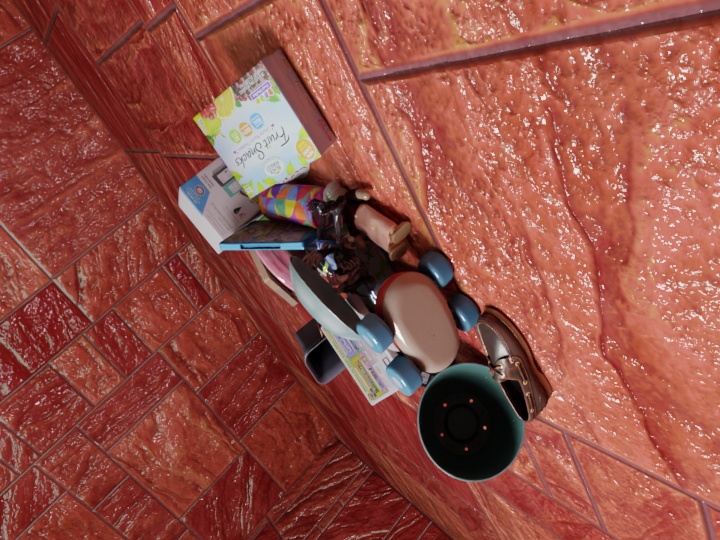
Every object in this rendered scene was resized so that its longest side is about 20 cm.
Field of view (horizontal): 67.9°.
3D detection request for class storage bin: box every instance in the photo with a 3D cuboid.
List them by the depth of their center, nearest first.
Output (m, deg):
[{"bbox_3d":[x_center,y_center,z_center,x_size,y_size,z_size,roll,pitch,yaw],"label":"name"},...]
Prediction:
[{"bbox_3d":[-0.085,0.173,1.441,0.134,0.198,0.148,36,160,52],"label":"storage bin"}]

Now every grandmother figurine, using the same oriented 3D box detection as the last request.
[{"bbox_3d":[0.003,-0.095,0.948,0.199,0.059,0.124,40,132,32],"label":"grandmother figurine"}]

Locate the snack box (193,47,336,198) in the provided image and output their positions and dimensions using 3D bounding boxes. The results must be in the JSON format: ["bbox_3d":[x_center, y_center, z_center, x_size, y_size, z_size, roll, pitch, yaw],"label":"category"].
[{"bbox_3d":[-0.162,-0.238,0.898,0.196,0.068,0.171,-17,116,40],"label":"snack box"}]

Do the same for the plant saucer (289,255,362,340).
[{"bbox_3d":[-0.063,0.059,0.934,0.201,0.039,0.201,46,-175,-5],"label":"plant saucer"}]

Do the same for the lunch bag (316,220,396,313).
[{"bbox_3d":[0.000,0.000,1.090,0.203,0.082,0.159,58,161,-23],"label":"lunch bag"}]

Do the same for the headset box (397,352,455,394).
[{"bbox_3d":[0.086,0.188,1.173,0.146,0.079,0.198,26,175,-32],"label":"headset box"}]

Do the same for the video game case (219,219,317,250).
[{"bbox_3d":[-0.171,-0.076,1.095,0.193,0.143,0.018,0,114,22],"label":"video game case"}]

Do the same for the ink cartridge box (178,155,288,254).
[{"bbox_3d":[-0.287,-0.170,1.206,0.148,0.200,0.146,48,159,-7],"label":"ink cartridge box"}]

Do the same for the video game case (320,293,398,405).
[{"bbox_3d":[0.007,0.163,1.081,0.203,0.022,0.182,55,147,8],"label":"video game case"}]

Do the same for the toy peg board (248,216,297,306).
[{"bbox_3d":[-0.219,-0.039,1.443,0.203,0.096,0.200,59,-178,26],"label":"toy peg board"}]

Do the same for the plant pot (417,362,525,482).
[{"bbox_3d":[0.204,0.295,1.039,0.200,0.201,0.162,42,170,15],"label":"plant pot"}]

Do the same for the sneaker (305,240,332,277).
[{"bbox_3d":[-0.091,-0.064,1.177,0.201,0.072,0.083,50,158,-4],"label":"sneaker"}]

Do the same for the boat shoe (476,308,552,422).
[{"bbox_3d":[0.245,0.159,0.872,0.202,0.070,0.070,54,160,-12],"label":"boat shoe"}]

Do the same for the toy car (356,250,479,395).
[{"bbox_3d":[0.069,0.082,0.937,0.179,0.184,0.199,54,161,-18],"label":"toy car"}]

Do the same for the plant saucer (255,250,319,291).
[{"bbox_3d":[-0.160,-0.031,1.211,0.200,0.051,0.201,45,-168,-12],"label":"plant saucer"}]

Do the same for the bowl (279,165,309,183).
[{"bbox_3d":[-0.197,-0.240,1.045,0.200,0.094,0.202,41,160,18],"label":"bowl"}]

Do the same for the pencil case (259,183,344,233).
[{"bbox_3d":[-0.124,-0.131,1.076,0.197,0.089,0.090,17,146,45],"label":"pencil case"}]

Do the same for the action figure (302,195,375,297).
[{"bbox_3d":[-0.044,-0.023,0.935,0.117,0.101,0.205,18,133,47],"label":"action figure"}]
